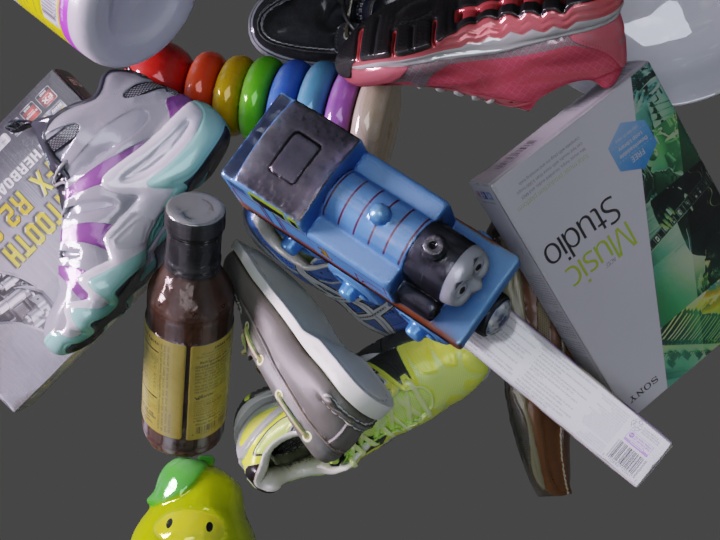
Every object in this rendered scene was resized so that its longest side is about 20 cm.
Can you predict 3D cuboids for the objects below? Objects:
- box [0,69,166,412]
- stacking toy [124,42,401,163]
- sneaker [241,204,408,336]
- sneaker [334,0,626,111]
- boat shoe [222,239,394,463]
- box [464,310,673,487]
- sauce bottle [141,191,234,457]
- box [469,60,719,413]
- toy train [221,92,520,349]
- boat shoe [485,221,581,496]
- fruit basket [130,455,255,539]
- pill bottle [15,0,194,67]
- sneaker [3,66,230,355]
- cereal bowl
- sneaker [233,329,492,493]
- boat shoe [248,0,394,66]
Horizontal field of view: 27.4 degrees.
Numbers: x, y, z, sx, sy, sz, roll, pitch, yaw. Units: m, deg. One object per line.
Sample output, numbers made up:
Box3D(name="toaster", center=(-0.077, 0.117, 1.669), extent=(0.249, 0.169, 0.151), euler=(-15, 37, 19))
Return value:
Box3D(name="box", center=(-0.234, -0.021, 1.087), extent=(0.200, 0.048, 0.158), euler=(-44, 88, 7))
Box3D(name="stacking toy", center=(-0.075, -0.119, 1.055), extent=(0.199, 0.085, 0.086), euler=(12, 94, 10))
Box3D(name="sneaker", center=(0.000, 0.000, 1.051), extent=(0.199, 0.077, 0.076), euler=(26, 94, 2))
Box3D(name="sneaker", center=(0.081, -0.137, 0.975), extent=(0.199, 0.074, 0.087), euler=(-8, 127, 19))
Box3D(name="boat shoe", center=(-0.051, 0.050, 1.020), extent=(0.060, 0.072, 0.202), euler=(-50, 45, 10))
Box3D(name="box", center=(0.119, 0.066, 0.988), extent=(0.200, 0.039, 0.042), euler=(39, 91, 11))
Box3D(name="sauce bottle", center=(-0.118, 0.038, 1.027), extent=(0.064, 0.065, 0.201), euler=(14, 126, 5))
Box3D(name="box", center=(0.181, -0.019, 1.002), extent=(0.144, 0.036, 0.200), euler=(-38, 110, -13))
Box3D(name="toy train", center=(0.008, -0.027, 0.941), extent=(0.200, 0.114, 0.087), euler=(34, 83, 20))
Box3D(name="boat shoe", center=(0.136, 0.058, 1.043), extent=(0.073, 0.076, 0.201), euler=(-8, 93, 3))
Box3D(name="fruit basket", center=(-0.119, 0.246, 1.052), extent=(0.214, 0.156, 0.217), euler=(2, 111, 5))
Box3D(name="pill bottle", center=(-0.211, -0.230, 1.021), extent=(0.200, 0.104, 0.104), euler=(39, 97, 28))
Box3D(name="sneaker", center=(-0.196, -0.054, 1.025), extent=(0.140, 0.078, 0.201), euler=(33, 86, 4))
Box3D(name="cereal bowl", center=(0.198, -0.215, 0.997), extent=(0.199, 0.084, 0.201), euler=(3, 128, 4))
Box3D(name="sneaker", center=(0.005, 0.104, 1.046), extent=(0.199, 0.077, 0.076), euler=(-25, 124, 13))
Box3D(name="boat shoe", center=(0.016, -0.179, 1.044), extent=(0.199, 0.066, 0.070), euler=(2, 93, 5))
